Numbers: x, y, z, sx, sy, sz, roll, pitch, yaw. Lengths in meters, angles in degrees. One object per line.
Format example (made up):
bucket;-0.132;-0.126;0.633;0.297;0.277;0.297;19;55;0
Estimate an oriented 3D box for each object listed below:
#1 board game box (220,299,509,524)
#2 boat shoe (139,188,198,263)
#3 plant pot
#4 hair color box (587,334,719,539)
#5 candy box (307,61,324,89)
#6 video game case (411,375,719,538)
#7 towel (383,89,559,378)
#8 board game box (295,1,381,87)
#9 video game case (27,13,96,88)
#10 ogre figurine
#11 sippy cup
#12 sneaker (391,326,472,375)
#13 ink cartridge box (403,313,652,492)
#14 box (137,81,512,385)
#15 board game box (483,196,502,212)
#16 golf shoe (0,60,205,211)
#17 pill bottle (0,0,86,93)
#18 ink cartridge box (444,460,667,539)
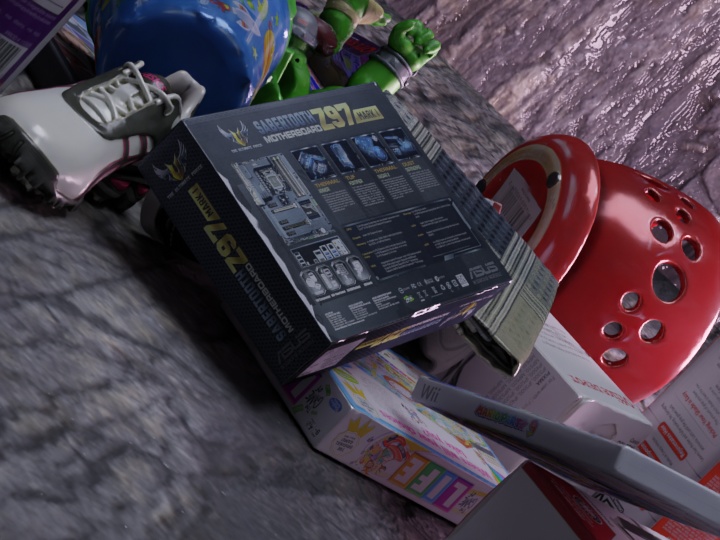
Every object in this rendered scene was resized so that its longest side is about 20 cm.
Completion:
board game box;0.013;0.086;1.450;0.200;0.034;0.134;33;15;-46
boat shoe;-0.057;-0.023;1.476;0.060;0.074;0.200;36;8;28
plant pot;0.188;-0.005;2.055;0.182;0.200;0.200;28;17;-27
hair color box;0.257;0.130;1.748;0.061;0.200;0.102;38;12;-32
candy box;-0.113;-0.167;1.844;0.200;0.077;0.169;36;12;-32
video game case;0.135;0.111;1.344;0.143;0.018;0.200;28;-7;-32
towel;0.050;-0.025;1.587;0.193;0.035;0.200;48;20;-4
board game box;-0.021;-0.143;1.947;0.200;0.032;0.120;-143;-142;-62
video game case;-0.160;-0.113;1.594;0.181;0.026;0.200;35;14;-41
ogre figurine;-0.057;-0.165;1.708;0.200;0.120;0.098;32;-12;-26
sippy cup;-0.112;-0.144;1.505;0.178;0.140;0.130;17;26;-8
sneaker;0.000;0.000;1.647;0.200;0.075;0.081;34;51;18
ink cartridge box;0.102;0.064;1.738;0.200;0.083;0.147;49;12;28
box;-0.017;-0.027;1.397;0.200;0.051;0.158;-18;71;-55
board game box;0.033;-0.050;1.809;0.103;0.019;0.200;23;-9;-10
golf shoe;-0.154;-0.087;1.349;0.077;0.088;0.200;47;12;7
pill bottle;-0.188;-0.197;1.330;0.111;0.200;0.111;43;10;-9
ink cartridge box;0.153;0.206;1.335;0.200;0.083;0.147;31;15;-51
